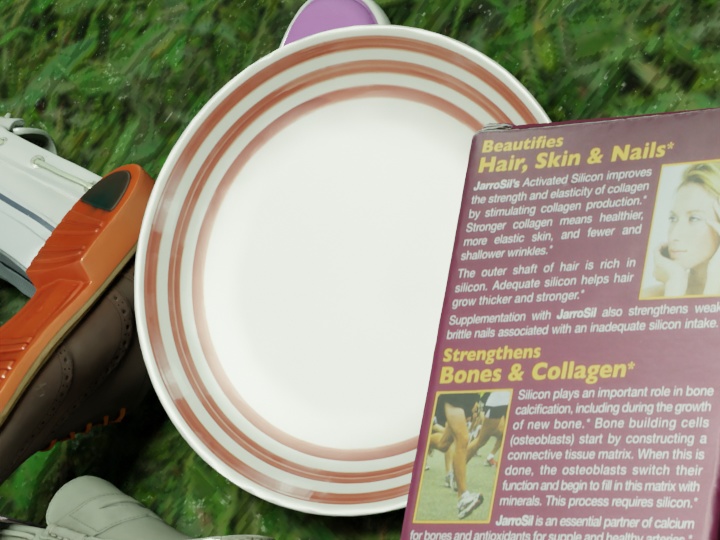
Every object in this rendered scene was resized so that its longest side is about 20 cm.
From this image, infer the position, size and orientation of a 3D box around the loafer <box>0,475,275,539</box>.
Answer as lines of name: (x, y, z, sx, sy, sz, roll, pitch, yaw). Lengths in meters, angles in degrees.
loafer: (-0.112, 0.120, 1.047, 0.199, 0.070, 0.070, -9, 71, 37)

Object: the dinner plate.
dinner plate: (0.000, 0.000, 1.018, 0.198, 0.024, 0.202, -4, 78, 20)

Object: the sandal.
sandal: (-0.029, -0.036, 1.072, 0.082, 0.050, 0.204, -7, 64, 37)

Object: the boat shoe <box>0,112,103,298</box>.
boat shoe: (-0.170, -0.039, 1.190, 0.067, 0.074, 0.199, -46, 51, -14)

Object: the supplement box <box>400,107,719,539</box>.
supplement box: (0.100, 0.054, 0.881, 0.130, 0.103, 0.202, -3, 67, 39)

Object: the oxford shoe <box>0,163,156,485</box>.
oxford shoe: (-0.129, 0.052, 1.068, 0.201, 0.073, 0.071, -55, 26, -18)
